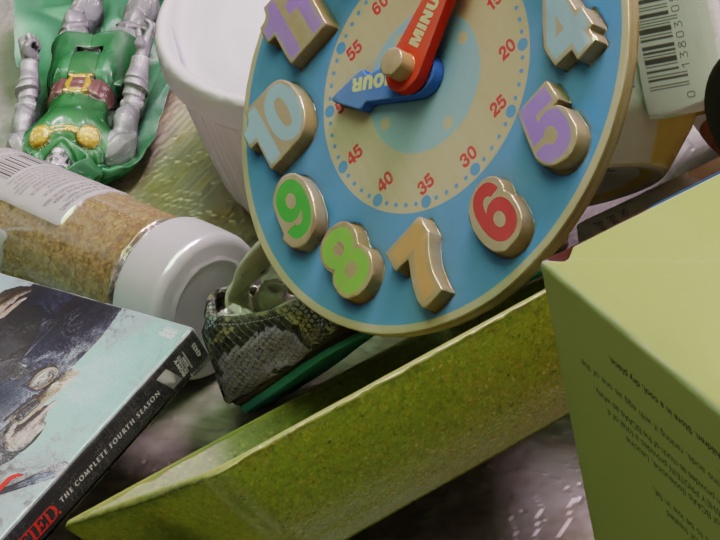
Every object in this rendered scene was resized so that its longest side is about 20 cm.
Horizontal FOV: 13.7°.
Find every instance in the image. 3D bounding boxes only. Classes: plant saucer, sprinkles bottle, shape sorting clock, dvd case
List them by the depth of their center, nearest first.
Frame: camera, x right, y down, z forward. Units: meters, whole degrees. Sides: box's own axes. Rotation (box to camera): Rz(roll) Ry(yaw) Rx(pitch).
[{"bbox_3d":[0.025,-0.074,1.154,0.200,0.039,0.201,-20,61,41],"label":"shape sorting clock"},{"bbox_3d":[0.004,0.065,1.161,0.200,0.048,0.200,-28,1,-23],"label":"plant saucer"},{"bbox_3d":[-0.175,0.083,1.252,0.146,0.022,0.200,15,54,42],"label":"dvd case"},{"bbox_3d":[-0.135,-0.012,1.364,0.200,0.068,0.068,22,48,40],"label":"sprinkles bottle"}]

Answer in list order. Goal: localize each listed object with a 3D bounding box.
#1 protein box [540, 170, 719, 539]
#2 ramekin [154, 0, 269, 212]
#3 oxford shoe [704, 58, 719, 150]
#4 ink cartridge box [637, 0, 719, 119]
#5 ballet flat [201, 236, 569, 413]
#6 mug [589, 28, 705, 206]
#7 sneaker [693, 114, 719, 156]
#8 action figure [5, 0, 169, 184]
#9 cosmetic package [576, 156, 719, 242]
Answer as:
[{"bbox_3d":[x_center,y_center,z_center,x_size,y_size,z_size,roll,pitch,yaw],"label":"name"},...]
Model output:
[{"bbox_3d":[0.180,0.090,1.000,0.135,0.200,0.199,-26,37,-17],"label":"protein box"},{"bbox_3d":[0.010,-0.094,1.407,0.202,0.094,0.203,-9,36,6],"label":"ramekin"},{"bbox_3d":[0.201,-0.005,1.152,0.071,0.201,0.071,-20,8,26],"label":"oxford shoe"},{"bbox_3d":[0.181,-0.157,1.234,0.200,0.162,0.050,-14,4,-44],"label":"ink cartridge box"},{"bbox_3d":[0.000,0.000,1.223,0.200,0.072,0.072,-26,19,45],"label":"ballet flat"},{"bbox_3d":[0.091,-0.110,1.245,0.186,0.149,0.154,-10,79,9],"label":"mug"},{"bbox_3d":[0.239,-0.088,1.365,0.199,0.073,0.085,-17,65,-15],"label":"sneaker"},{"bbox_3d":[-0.134,-0.097,1.500,0.118,0.055,0.200,-3,40,10],"label":"action figure"},{"bbox_3d":[0.202,-0.011,1.247,0.200,0.071,0.105,-26,36,-17],"label":"cosmetic package"}]
